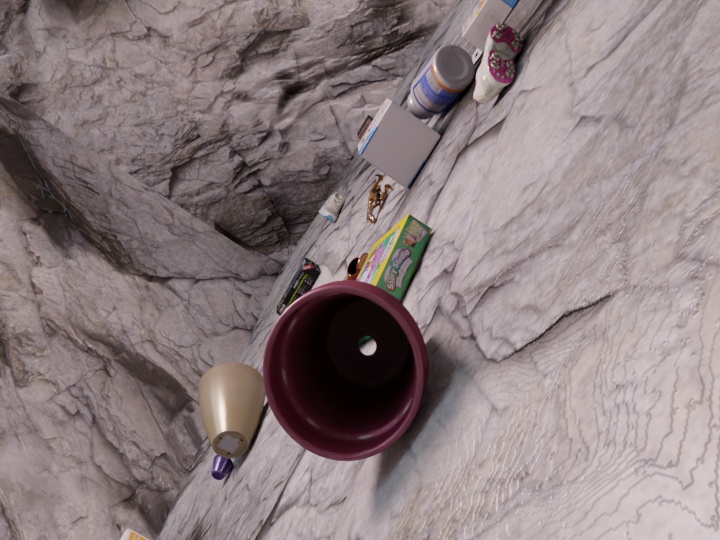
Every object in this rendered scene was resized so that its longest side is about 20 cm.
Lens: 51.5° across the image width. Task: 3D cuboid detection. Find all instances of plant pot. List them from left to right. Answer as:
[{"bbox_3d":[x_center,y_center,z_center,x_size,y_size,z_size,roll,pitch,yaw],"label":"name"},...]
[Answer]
[{"bbox_3d":[-0.332,0.375,1.920,0.189,0.184,0.202,-54,24,24],"label":"plant pot"},{"bbox_3d":[-0.005,0.107,0.934,0.202,0.198,0.179,-56,-5,13],"label":"plant pot"}]

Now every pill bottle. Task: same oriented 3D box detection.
[{"bbox_3d":[0.188,-0.449,1.817,0.114,0.110,0.200,-62,9,-22],"label":"pill bottle"}]

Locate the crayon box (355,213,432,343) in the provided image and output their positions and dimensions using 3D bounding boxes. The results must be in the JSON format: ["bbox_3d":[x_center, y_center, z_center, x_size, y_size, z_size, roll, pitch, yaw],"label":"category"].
[{"bbox_3d":[0.037,0.021,1.326,0.203,0.057,0.172,-64,11,-24],"label":"crayon box"}]

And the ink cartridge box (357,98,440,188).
[{"bbox_3d":[0.089,-0.314,1.818,0.149,0.144,0.200,-56,9,11],"label":"ink cartridge box"}]

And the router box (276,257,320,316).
[{"bbox_3d":[-0.211,0.062,2.517,0.203,0.061,0.150,-59,8,2],"label":"router box"}]

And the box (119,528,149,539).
[{"bbox_3d":[-0.356,0.561,1.308,0.103,0.197,0.112,-58,9,-3],"label":"box"}]

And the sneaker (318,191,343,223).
[{"bbox_3d":[-0.111,-0.249,2.922,0.081,0.076,0.201,-53,13,19],"label":"sneaker"}]

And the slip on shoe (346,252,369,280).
[{"bbox_3d":[0.000,0.000,1.584,0.075,0.060,0.200,-62,8,-13],"label":"slip on shoe"}]

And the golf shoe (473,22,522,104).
[{"bbox_3d":[0.254,-0.396,1.421,0.092,0.074,0.202,-53,10,47],"label":"golf shoe"}]

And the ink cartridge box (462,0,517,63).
[{"bbox_3d":[0.307,-0.616,1.828,0.202,0.067,0.116,-55,10,28],"label":"ink cartridge box"}]

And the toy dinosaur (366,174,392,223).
[{"bbox_3d":[0.042,-0.208,2.014,0.107,0.059,0.202,-54,11,39],"label":"toy dinosaur"}]

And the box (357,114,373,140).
[{"bbox_3d":[0.038,-0.611,3.262,0.101,0.074,0.200,-56,11,12],"label":"box"}]

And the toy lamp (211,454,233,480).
[{"bbox_3d":[-0.349,0.472,2.007,0.059,0.057,0.202,-52,11,35],"label":"toy lamp"}]
